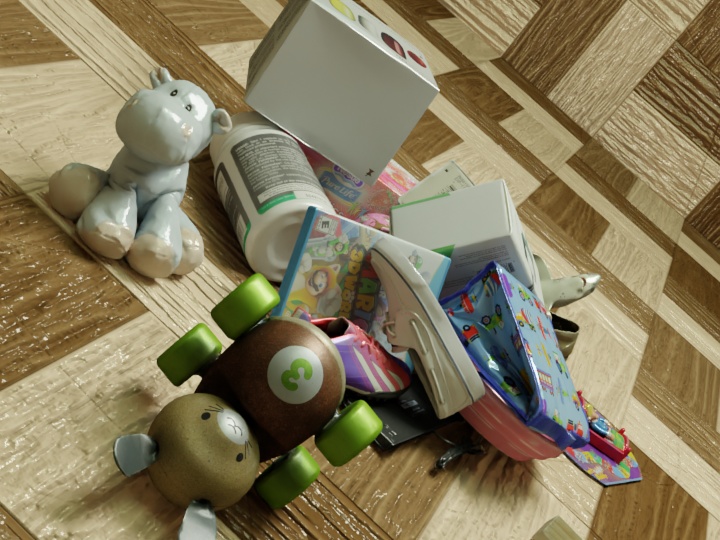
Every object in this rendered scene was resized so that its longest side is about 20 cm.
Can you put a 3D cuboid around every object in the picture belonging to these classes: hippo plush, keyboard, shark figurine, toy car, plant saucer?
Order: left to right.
[{"bbox_3d":[-0.190,-0.099,1.202,0.159,0.161,0.200,41,22,4],"label":"hippo plush"},{"bbox_3d":[-0.107,0.129,0.941,0.165,0.158,0.200,50,33,-1],"label":"toy car"},{"bbox_3d":[0.066,0.168,1.304,0.127,0.021,0.199,42,22,20],"label":"keyboard"},{"bbox_3d":[0.152,0.149,1.401,0.200,0.051,0.201,42,11,-10],"label":"plant saucer"},{"bbox_3d":[0.245,0.020,1.844,0.213,0.129,0.090,30,-9,23],"label":"shark figurine"}]

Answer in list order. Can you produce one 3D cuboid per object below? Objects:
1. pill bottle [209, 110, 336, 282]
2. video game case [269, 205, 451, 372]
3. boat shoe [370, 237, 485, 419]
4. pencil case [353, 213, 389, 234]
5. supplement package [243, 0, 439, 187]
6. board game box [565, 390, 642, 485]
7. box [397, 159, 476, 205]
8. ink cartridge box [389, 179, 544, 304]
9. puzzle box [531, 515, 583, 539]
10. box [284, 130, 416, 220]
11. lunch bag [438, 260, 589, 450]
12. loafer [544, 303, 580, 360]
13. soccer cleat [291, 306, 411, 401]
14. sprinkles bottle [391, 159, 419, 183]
[{"bbox_3d":[-0.104,-0.091,1.392,0.113,0.113,0.201,21,29,-39],"label":"pill bottle"},{"bbox_3d":[0.001,0.027,1.301,0.199,0.144,0.018,19,1,-38],"label":"video game case"},{"bbox_3d":[0.057,0.063,1.270,0.201,0.065,0.074,58,-9,-1],"label":"boat shoe"},{"bbox_3d":[0.000,0.000,1.420,0.082,0.087,0.200,7,21,8],"label":"pencil case"},{"bbox_3d":[-0.026,-0.240,1.489,0.190,0.148,0.200,32,17,-15],"label":"supplement package"},{"bbox_3d":[0.312,0.208,1.601,0.199,0.039,0.158,8,38,-53],"label":"board game box"},{"bbox_3d":[0.119,-0.047,1.588,0.078,0.095,0.200,51,-6,27],"label":"box"},{"bbox_3d":[0.131,-0.005,1.456,0.200,0.144,0.085,59,22,-52],"label":"ink cartridge box"},{"bbox_3d":[0.255,0.330,1.211,0.200,0.025,0.133,45,-9,12],"label":"puzzle box"},{"bbox_3d":[-0.029,-0.124,1.603,0.199,0.095,0.103,35,22,-12],"label":"box"},{"bbox_3d":[0.188,0.112,1.346,0.150,0.094,0.201,34,23,-54],"label":"lunch bag"},{"bbox_3d":[0.232,0.061,1.715,0.199,0.068,0.076,30,24,-26],"label":"loafer"},{"bbox_3d":[-0.009,0.086,1.243,0.199,0.074,0.068,13,15,-45],"label":"soccer cleat"},{"bbox_3d":[0.042,-0.123,1.758,0.200,0.068,0.068,40,21,-2],"label":"sprinkles bottle"}]
